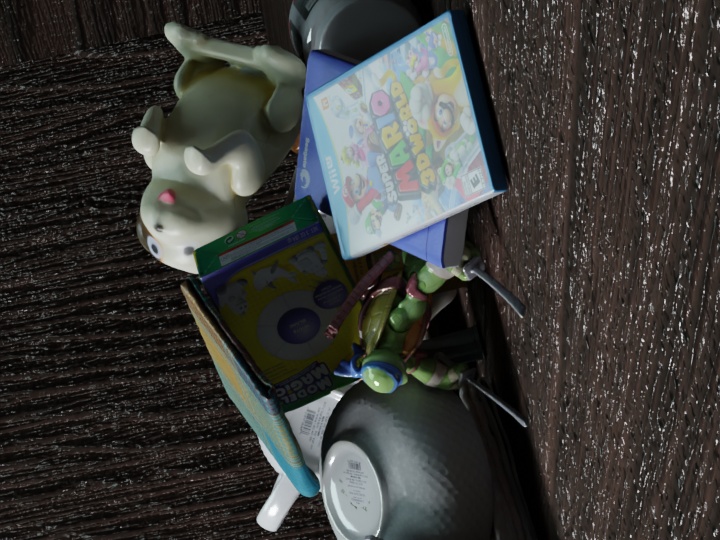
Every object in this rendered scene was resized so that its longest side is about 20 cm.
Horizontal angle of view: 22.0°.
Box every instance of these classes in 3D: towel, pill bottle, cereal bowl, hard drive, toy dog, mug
[{"bbox_3d":[-0.093,0.105,1.606,0.147,0.022,0.201,50,167,30],"label":"towel"},{"bbox_3d":[-0.001,-0.212,1.689,0.200,0.113,0.115,-116,14,-72],"label":"pill bottle"},{"bbox_3d":[0.024,0.189,1.628,0.199,0.083,0.203,18,112,53],"label":"cereal bowl"},{"bbox_3d":[0.018,-0.095,1.524,0.199,0.025,0.134,26,116,48],"label":"hard drive"},{"bbox_3d":[-0.138,-0.097,1.686,0.194,0.138,0.202,59,-129,-72],"label":"toy dog"},{"bbox_3d":[-0.048,0.176,1.894,0.201,0.147,0.175,-60,0,2],"label":"mug"},{"bbox_3d":[0.132,0.229,1.730,0.192,0.032,0.201,85,172,-51],"label":"towel"}]

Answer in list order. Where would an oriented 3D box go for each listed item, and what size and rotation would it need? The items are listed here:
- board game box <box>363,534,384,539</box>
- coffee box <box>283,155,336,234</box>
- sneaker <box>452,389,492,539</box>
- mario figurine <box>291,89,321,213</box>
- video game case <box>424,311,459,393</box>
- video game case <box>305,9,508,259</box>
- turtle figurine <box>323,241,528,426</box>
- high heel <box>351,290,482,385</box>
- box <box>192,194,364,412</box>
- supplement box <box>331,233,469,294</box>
[{"bbox_3d":[0.092,0.322,1.594,0.026,0.198,0.201,-56,-23,-30],"label":"board game box"},{"bbox_3d":[-0.018,-0.060,1.865,0.113,0.079,0.202,54,-133,-58],"label":"coffee box"},{"bbox_3d":[0.075,0.198,1.680,0.076,0.075,0.202,-109,10,-58],"label":"sneaker"},{"bbox_3d":[-0.025,-0.106,1.738,0.123,0.106,0.200,42,-176,-41],"label":"mario figurine"},{"bbox_3d":[0.075,0.085,1.896,0.182,0.023,0.202,58,-164,-64],"label":"video game case"},{"bbox_3d":[0.032,-0.103,1.469,0.199,0.018,0.145,-24,77,51],"label":"video game case"},{"bbox_3d":[0.081,0.026,1.559,0.144,0.198,0.195,52,-145,-40],"label":"turtle figurine"},{"bbox_3d":[0.027,0.025,1.784,0.072,0.141,0.201,80,176,-46],"label":"high heel"},{"bbox_3d":[-0.053,0.042,1.618,0.049,0.116,0.201,-111,-6,-51],"label":"box"},{"bbox_3d":[0.000,0.000,1.686,0.069,0.198,0.067,95,162,-76],"label":"supplement box"}]
